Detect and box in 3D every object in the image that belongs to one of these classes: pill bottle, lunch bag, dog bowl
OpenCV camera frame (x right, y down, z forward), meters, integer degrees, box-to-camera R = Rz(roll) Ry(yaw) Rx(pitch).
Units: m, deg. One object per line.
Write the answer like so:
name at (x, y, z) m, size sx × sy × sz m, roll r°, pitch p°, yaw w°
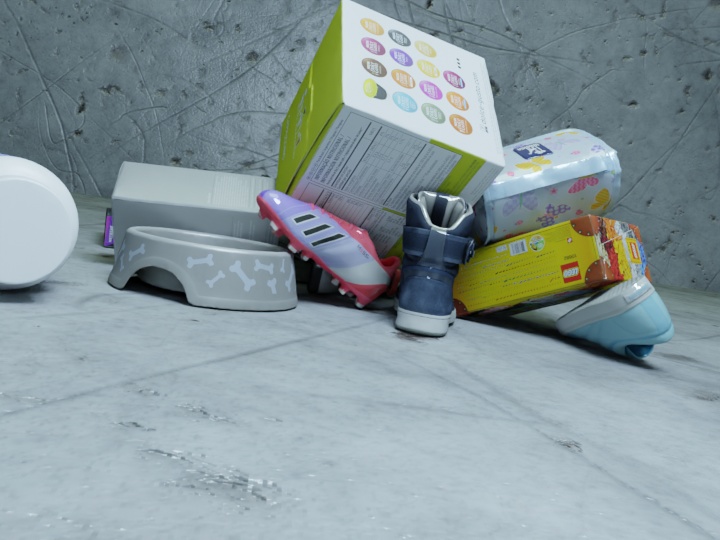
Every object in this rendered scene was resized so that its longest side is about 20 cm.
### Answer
pill bottle at (-0.312, -0.045, 0.617) m, size 0.112 × 0.112 × 0.200 m, roll 6°, pitch 6°, yaw -32°
lunch bag at (0.215, -0.099, 0.890) m, size 0.169 × 0.127 × 0.200 m, roll -16°, pitch -7°, yaw 0°
dog bowl at (-0.162, -0.005, 0.756) m, size 0.200 × 0.059 × 0.200 m, roll 9°, pitch 6°, yaw -1°

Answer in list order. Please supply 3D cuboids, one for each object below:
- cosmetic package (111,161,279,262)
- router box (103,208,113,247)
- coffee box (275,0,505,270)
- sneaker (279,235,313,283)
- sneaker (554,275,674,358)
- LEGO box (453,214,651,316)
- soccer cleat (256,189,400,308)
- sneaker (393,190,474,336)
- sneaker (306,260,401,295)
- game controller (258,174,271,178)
cosmetic package at (-0.199, -0.061, 0.875) m, size 0.200 × 0.107 × 0.090 m, roll 9°, pitch 39°, yaw -9°
router box at (-0.336, -0.065, 1.148) m, size 0.149 × 0.051 × 0.200 m, roll 5°, pitch 6°, yaw -20°
coffee box at (0.024, -0.153, 0.838) m, size 0.197 × 0.200 × 0.200 m, roll 17°, pitch -43°, yaw -20°
sneaker at (-0.144, -0.038, 0.985) m, size 0.200 × 0.086 × 0.078 m, roll 8°, pitch 4°, yaw -20°
sneaker at (0.280, 0.067, 0.791) m, size 0.074 × 0.082 × 0.200 m, roll -31°, pitch -8°, yaw -6°
LEGO box at (0.230, 0.000, 0.878) m, size 0.200 × 0.077 × 0.149 m, roll -18°, pitch -14°, yaw 39°
soccer cleat at (-0.033, -0.036, 0.782) m, size 0.200 × 0.076 × 0.067 m, roll 43°, pitch -2°, yaw -35°
sneaker at (0.081, -0.013, 0.794) m, size 0.077 × 0.146 × 0.202 m, roll 8°, pitch 3°, yaw 2°
sneaker at (0.000, -0.001, 0.943) m, size 0.108 × 0.067 × 0.201 m, roll 18°, pitch 12°, yaw 6°
game controller at (-0.156, -0.079, 1.116) m, size 0.104 × 0.042 × 0.200 m, roll 16°, pitch 48°, yaw 4°
